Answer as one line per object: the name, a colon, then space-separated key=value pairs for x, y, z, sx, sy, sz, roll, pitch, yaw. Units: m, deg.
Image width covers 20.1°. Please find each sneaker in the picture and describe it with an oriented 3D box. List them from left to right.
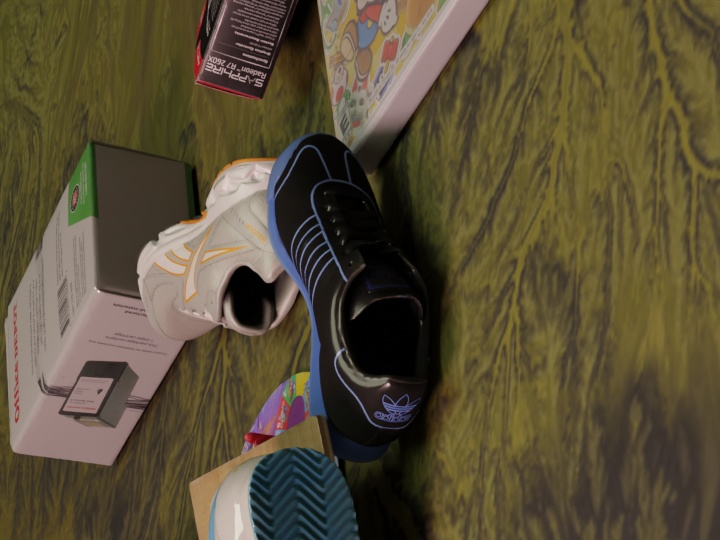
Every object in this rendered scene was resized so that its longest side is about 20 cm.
sneaker: x=-0.087 y=0.010 z=1.286 sx=0.200 sy=0.076 sz=0.092 roll=132 pitch=137 yaw=-52
sneaker: x=-0.036 y=0.192 z=1.024 sx=0.081 sy=0.076 sz=0.200 roll=156 pitch=114 yaw=-64
sneaker: x=0.000 y=0.000 z=1.096 sx=0.078 sy=0.070 sz=0.200 roll=-52 pitch=43 yaw=50

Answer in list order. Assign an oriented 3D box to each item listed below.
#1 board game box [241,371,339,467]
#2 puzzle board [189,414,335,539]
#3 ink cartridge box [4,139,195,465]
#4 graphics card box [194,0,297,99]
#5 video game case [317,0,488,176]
board game box: x=-0.061 y=0.155 z=1.196 sx=0.158 sy=0.039 sz=0.200 roll=130 pitch=143 yaw=-48
puzzle board: x=-0.035 y=0.193 z=1.094 sx=0.151 sy=0.017 sz=0.200 roll=-32 pitch=66 yaw=53
ink cartridge box: x=-0.192 y=0.028 z=1.497 sx=0.200 sy=0.084 sz=0.146 roll=124 pitch=148 yaw=-42
graphics card box: x=-0.054 y=-0.223 z=1.309 sx=0.125 sy=0.051 sz=0.200 roll=-96 pitch=24 yaw=-65
video game case: x=0.028 y=-0.184 z=1.167 sx=0.200 sy=0.023 sz=0.182 roll=125 pitch=148 yaw=-44
